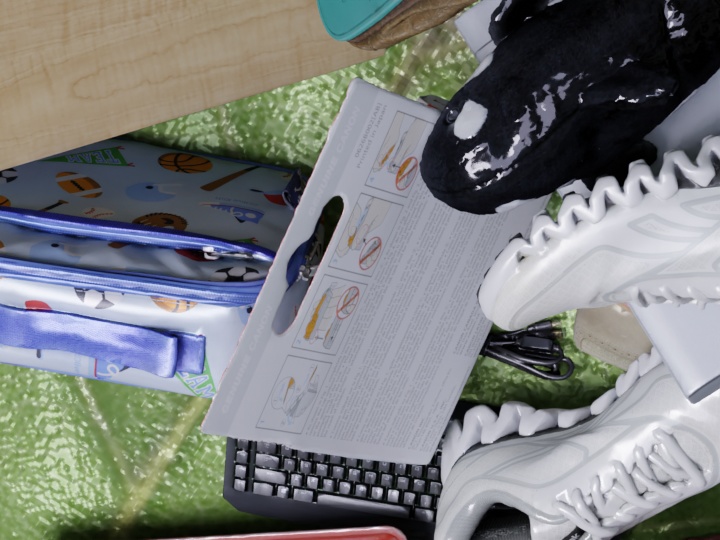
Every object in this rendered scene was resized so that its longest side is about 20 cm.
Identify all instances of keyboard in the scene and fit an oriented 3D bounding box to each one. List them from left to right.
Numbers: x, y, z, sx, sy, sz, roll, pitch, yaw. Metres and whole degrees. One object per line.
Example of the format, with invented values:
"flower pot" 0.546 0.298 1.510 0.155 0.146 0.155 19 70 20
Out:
"keyboard" 0.035 0.077 1.353 0.199 0.021 0.128 8 112 5

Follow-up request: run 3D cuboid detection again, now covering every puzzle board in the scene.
"puzzle board" -0.089 -0.137 1.233 0.199 0.017 0.151 -18 122 -16

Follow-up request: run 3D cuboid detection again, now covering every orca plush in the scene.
"orca plush" 0.122 -0.076 1.152 0.199 0.071 0.106 -18 117 -10

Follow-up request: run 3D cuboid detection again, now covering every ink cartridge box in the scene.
"ink cartridge box" 0.000 0.000 1.219 0.050 0.200 0.163 28 97 32

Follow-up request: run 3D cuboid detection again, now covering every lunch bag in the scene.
"lunch bag" -0.110 -0.004 1.270 0.199 0.160 0.076 7 112 7

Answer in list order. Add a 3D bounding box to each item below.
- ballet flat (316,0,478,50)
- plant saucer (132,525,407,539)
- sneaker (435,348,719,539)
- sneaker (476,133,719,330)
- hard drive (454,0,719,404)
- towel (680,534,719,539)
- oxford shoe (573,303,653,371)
"ballet flat" 0.052 -0.143 1.189 0.072 0.200 0.068 -11 79 -29
"plant saucer" -0.059 0.214 1.409 0.199 0.037 0.201 -4 112 12
"sneaker" 0.117 0.089 1.260 0.199 0.081 0.075 -24 114 34
"sneaker" 0.144 -0.013 1.156 0.199 0.075 0.081 -23 82 9
"hard drive" 0.146 -0.062 1.214 0.132 0.027 0.201 -32 73 5
"towel" 0.100 0.153 1.269 0.199 0.146 0.030 -13 86 -18
"oxford shoe" 0.194 0.042 1.298 0.199 0.071 0.074 26 134 2
